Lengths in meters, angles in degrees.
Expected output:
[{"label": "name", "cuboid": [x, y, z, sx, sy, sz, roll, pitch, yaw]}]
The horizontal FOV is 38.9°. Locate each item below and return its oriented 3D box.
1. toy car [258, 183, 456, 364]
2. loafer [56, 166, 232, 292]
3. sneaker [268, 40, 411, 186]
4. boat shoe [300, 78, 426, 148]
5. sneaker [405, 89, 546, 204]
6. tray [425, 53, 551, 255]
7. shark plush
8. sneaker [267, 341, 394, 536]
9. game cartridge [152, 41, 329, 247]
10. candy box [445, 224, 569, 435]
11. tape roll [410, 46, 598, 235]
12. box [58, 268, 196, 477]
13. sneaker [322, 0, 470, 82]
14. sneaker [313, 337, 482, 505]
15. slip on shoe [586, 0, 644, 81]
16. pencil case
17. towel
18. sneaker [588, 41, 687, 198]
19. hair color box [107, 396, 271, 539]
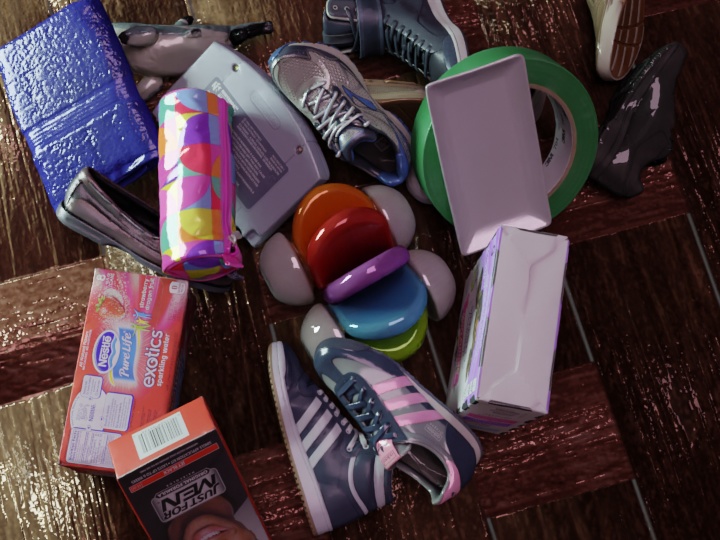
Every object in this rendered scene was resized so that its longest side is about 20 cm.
[{"label": "toy car", "cuboid": [0.000, 0.000, 1.057, 0.174, 0.150, 0.201, -29, 79, -11]}, {"label": "loafer", "cuboid": [-0.218, -0.041, 1.073, 0.199, 0.072, 0.063, 25, 107, -11]}, {"label": "sneaker", "cuboid": [-0.014, -0.163, 1.076, 0.200, 0.085, 0.077, 36, 117, -25]}, {"label": "boat shoe", "cuboid": [-0.013, -0.185, 1.154, 0.198, 0.073, 0.065, -1, 38, -2]}, {"label": "sneaker", "cuboid": [0.130, -0.158, 1.139, 0.200, 0.089, 0.075, -42, 83, -13]}, {"label": "tray", "cuboid": [0.133, -0.119, 1.056, 0.107, 0.022, 0.201, -19, 121, -4]}, {"label": "shark plush", "cuboid": [-0.201, -0.272, 1.161, 0.199, 0.091, 0.084, -20, 46, -3]}, {"label": "sneaker", "cuboid": [-0.026, 0.160, 1.053, 0.108, 0.070, 0.202, -16, 84, -3]}, {"label": "game cartridge", "cuboid": [-0.127, -0.144, 1.112, 0.133, 0.041, 0.200, -42, 78, 21]}, {"label": "candy box", "cuboid": [0.142, 0.068, 1.022, 0.071, 0.200, 0.169, 11, 74, -1]}, {"label": "tape roll", "cuboid": [0.154, -0.135, 1.093, 0.199, 0.048, 0.202, -7, 120, -12]}, {"label": "box", "cuboid": [-0.234, 0.108, 1.040, 0.099, 0.096, 0.202, 8, 75, -3]}, {"label": "sneaker", "cuboid": [0.036, -0.250, 1.140, 0.145, 0.077, 0.203, -10, 49, -12]}, {"label": "sneaker", "cuboid": [0.028, 0.146, 0.996, 0.199, 0.070, 0.082, 36, 41, 3]}, {"label": "slip on shoe", "cuboid": [0.298, -0.319, 1.212, 0.060, 0.076, 0.202, 4, 81, 38]}, {"label": "pencil case", "cuboid": [-0.162, -0.086, 1.041, 0.088, 0.088, 0.202, -6, 72, -6]}, {"label": "towel", "cuboid": [-0.303, -0.178, 1.111, 0.147, 0.050, 0.201, -25, 84, 14]}, {"label": "sneaker", "cuboid": [0.326, -0.171, 1.173, 0.090, 0.076, 0.201, 34, 82, -5]}, {"label": "hair color box", "cuboid": [-0.153, 0.230, 0.972, 0.101, 0.061, 0.201, -26, 122, -10]}]
